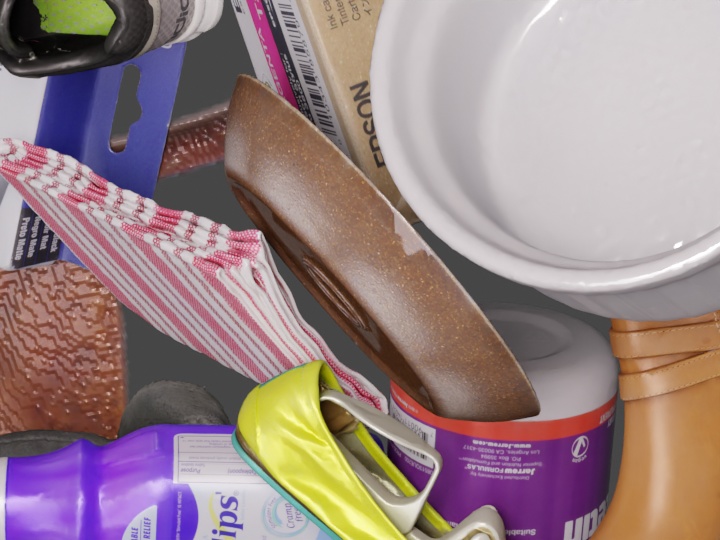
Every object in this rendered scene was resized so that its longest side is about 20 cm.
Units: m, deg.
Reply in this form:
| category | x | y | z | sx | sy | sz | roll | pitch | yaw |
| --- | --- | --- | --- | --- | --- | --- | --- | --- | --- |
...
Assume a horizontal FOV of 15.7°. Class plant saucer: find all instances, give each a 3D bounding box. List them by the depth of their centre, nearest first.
| category | x | y | z | sx | sy | sz | roll | pitch | yaw |
| --- | --- | --- | --- | --- | --- | --- | --- | --- | --- |
| plant saucer | 0.000 | 0.000 | 1.151 | 0.037 | 0.200 | 0.200 | -42 | 90 | -7 |

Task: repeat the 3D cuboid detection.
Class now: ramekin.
| category | x | y | z | sx | sy | sz | roll | pitch | yaw |
| --- | --- | --- | --- | --- | --- | --- | --- | --- | --- |
| ramekin | 0.113 | -0.075 | 1.065 | 0.200 | 0.098 | 0.201 | -7 | 70 | 20 |

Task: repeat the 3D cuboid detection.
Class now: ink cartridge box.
| category | x | y | z | sx | sy | sz | roll | pitch | yaw |
| --- | --- | --- | --- | --- | --- | --- | --- | --- | --- |
| ink cartridge box | -0.009 | -0.128 | 1.204 | 0.075 | 0.165 | 0.200 | -22 | 102 | -12 |
| ink cartridge box | -0.195 | -0.105 | 1.364 | 0.200 | 0.041 | 0.200 | 20 | 115 | 14 |

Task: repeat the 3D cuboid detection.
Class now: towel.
| category | x | y | z | sx | sy | sz | roll | pitch | yaw |
| --- | --- | --- | --- | --- | --- | --- | --- | --- | --- |
| towel | -0.085 | 0.004 | 1.285 | 0.200 | 0.030 | 0.146 | 25 | 161 | 43 |

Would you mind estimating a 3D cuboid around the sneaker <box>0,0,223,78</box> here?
| category | x | y | z | sx | sy | sz | roll | pitch | yaw |
| --- | --- | --- | --- | --- | --- | --- | --- | --- | --- |
| sneaker | -0.172 | -0.137 | 1.270 | 0.200 | 0.087 | 0.074 | 7 | 110 | 21 |

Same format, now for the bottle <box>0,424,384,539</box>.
| category | x | y | z | sx | sy | sz | roll | pitch | yaw |
| --- | --- | --- | --- | --- | --- | --- | --- | --- | --- |
| bottle | -0.088 | 0.116 | 1.281 | 0.200 | 0.065 | 0.084 | 2 | 122 | -6 |

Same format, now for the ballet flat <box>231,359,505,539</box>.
| category | x | y | z | sx | sy | sz | roll | pitch | yaw |
| --- | --- | --- | --- | --- | --- | --- | --- | --- | --- |
| ballet flat | 0.026 | 0.121 | 1.216 | 0.200 | 0.067 | 0.067 | 46 | 107 | -1 |

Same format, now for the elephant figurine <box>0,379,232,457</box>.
| category | x | y | z | sx | sy | sz | roll | pitch | yaw |
| --- | --- | --- | --- | --- | --- | --- | --- | --- | --- |
| elephant figurine | -0.109 | 0.128 | 1.380 | 0.200 | 0.142 | 0.155 | -24 | 142 | 19 |

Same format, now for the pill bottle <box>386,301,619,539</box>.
| category | x | y | z | sx | sy | sz | roll | pitch | yaw |
| --- | --- | --- | --- | --- | --- | --- | --- | --- | --- |
| pill bottle | 0.067 | 0.124 | 1.300 | 0.112 | 0.112 | 0.200 | 10 | 113 | 19 |

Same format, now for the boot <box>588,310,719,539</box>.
| category | x | y | z | sx | sy | sz | roll | pitch | yaw |
| --- | --- | --- | --- | --- | --- | --- | --- | --- | --- |
| boot | 0.139 | 0.075 | 1.225 | 0.074 | 0.200 | 0.155 | 11 | 125 | 59 |
